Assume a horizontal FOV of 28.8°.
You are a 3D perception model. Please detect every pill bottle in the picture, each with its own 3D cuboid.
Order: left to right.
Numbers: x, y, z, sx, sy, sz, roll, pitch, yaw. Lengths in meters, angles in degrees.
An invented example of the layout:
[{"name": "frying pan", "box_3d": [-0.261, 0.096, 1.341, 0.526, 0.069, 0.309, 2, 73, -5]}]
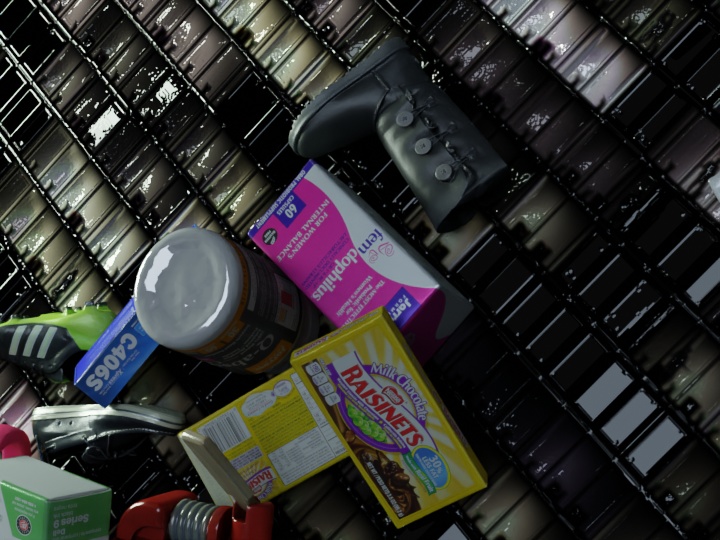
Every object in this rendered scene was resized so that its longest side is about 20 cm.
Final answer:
[{"name": "pill bottle", "box_3d": [-0.123, 0.037, 1.366, 0.115, 0.200, 0.118, -7, 73, 24]}]

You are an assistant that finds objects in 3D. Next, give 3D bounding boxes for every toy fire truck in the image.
[{"name": "toy fire truck", "box_3d": [-0.157, 0.243, 1.339, 0.174, 0.128, 0.203, 8, 96, 28]}]

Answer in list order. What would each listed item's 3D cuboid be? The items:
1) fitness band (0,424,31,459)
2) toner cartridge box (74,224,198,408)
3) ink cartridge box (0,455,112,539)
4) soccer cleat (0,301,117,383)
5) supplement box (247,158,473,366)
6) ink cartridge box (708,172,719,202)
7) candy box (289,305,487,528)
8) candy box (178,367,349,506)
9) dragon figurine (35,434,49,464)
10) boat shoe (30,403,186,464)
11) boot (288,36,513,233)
[{"name": "fitness band", "box_3d": [-0.401, 0.260, 1.469, 0.037, 0.144, 0.202, 15, 83, 9]}, {"name": "toner cartridge box", "box_3d": [-0.218, 0.045, 1.456, 0.043, 0.095, 0.200, 40, 89, -14]}, {"name": "ink cartridge box", "box_3d": [-0.324, 0.300, 1.377, 0.145, 0.084, 0.203, 10, 99, 39]}, {"name": "soccer cleat", "box_3d": [-0.353, 0.087, 1.541, 0.198, 0.067, 0.082, -10, 85, 22]}, {"name": "supplement box", "box_3d": [0.000, 0.000, 1.374, 0.101, 0.103, 0.200, -49, 64, 5]}, {"name": "ink cartridge box", "box_3d": [0.395, -0.021, 1.229, 0.094, 0.037, 0.201, -31, 63, 14]}, {"name": "candy box", "box_3d": [0.028, 0.138, 1.298, 0.102, 0.026, 0.201, -28, 107, 14]}, {"name": "candy box", "box_3d": [-0.074, 0.158, 1.382, 0.199, 0.026, 0.103, -30, 91, 15]}, {"name": "dragon figurine", "box_3d": [-0.308, 0.277, 1.462, 0.098, 0.059, 0.203, 6, 88, 27]}, {"name": "boat shoe", "box_3d": [-0.265, 0.172, 1.472, 0.198, 0.074, 0.063, -6, 79, 29]}, {"name": "boot", "box_3d": [0.038, -0.113, 1.413, 0.165, 0.066, 0.201, -42, 67, 12]}]
